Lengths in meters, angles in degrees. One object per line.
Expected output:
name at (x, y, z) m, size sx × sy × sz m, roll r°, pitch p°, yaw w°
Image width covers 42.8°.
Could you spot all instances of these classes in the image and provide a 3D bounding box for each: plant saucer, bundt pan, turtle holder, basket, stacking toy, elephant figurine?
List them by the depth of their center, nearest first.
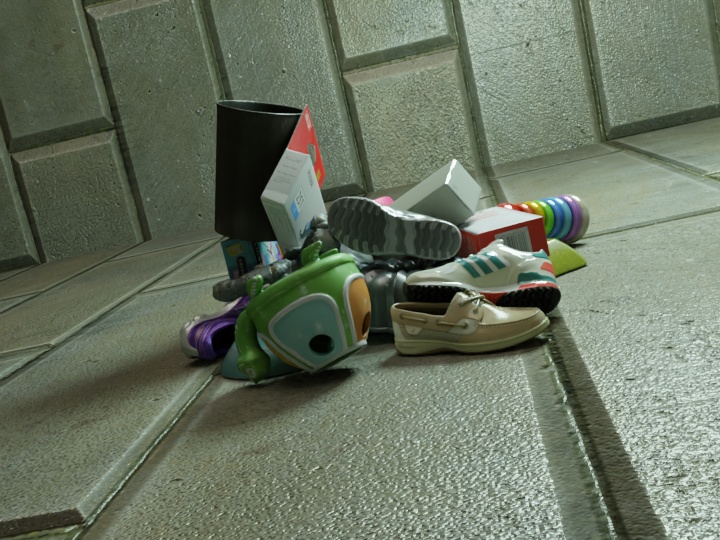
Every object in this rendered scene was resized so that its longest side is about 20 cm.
turtle holder at (-0.073, 0.060, 1.123) m, size 0.185 × 0.132 × 0.141 m, roll -27°, pitch -8°, yaw -12°
plant saucer at (-0.100, 0.098, 1.265) m, size 0.198 × 0.036 × 0.200 m, roll -13°, pitch 10°, yaw 2°
bundt pan at (0.077, 0.024, 1.277) m, size 0.200 × 0.076 × 0.202 m, roll -6°, pitch 10°, yaw 1°
elephant figurine at (-0.089, 0.014, 1.372) m, size 0.200 × 0.155 × 0.142 m, roll -39°, pitch 3°, yaw 21°
plant saucer at (0.213, -0.010, 1.431) m, size 0.199 × 0.048 × 0.199 m, roll -18°, pitch 11°, yaw -28°
basket at (-0.164, -0.155, 1.433) m, size 0.135 × 0.202 × 0.180 m, roll 9°, pitch 13°, yaw 7°
stacking toy at (0.290, -0.087, 1.526) m, size 0.199 × 0.086 × 0.085 m, roll -1°, pitch 0°, yaw -40°

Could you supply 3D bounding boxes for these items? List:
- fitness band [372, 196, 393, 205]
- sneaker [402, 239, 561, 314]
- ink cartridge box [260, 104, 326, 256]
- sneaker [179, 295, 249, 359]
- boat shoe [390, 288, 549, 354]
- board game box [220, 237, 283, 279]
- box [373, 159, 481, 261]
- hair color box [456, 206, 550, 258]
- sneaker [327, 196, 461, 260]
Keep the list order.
fitness band at (-0.021, -0.057, 1.566) m, size 0.200 × 0.038 × 0.143 m, roll -37°, pitch -14°, yaw 18°
sneaker at (0.153, 0.008, 1.177) m, size 0.198 × 0.071 × 0.094 m, roll -1°, pitch 48°, yaw 2°
ink cartridge box at (-0.083, -0.126, 1.427) m, size 0.044 × 0.177 × 0.200 m, roll 17°, pitch -23°, yaw 15°
sneaker at (-0.175, 0.086, 1.383) m, size 0.083 × 0.081 × 0.200 m, roll 14°, pitch 34°, yaw 39°
boat shoe at (0.126, 0.058, 1.101) m, size 0.199 × 0.065 × 0.072 m, roll -7°, pitch 11°, yaw 32°
board game box at (-0.165, 0.003, 1.549) m, size 0.047 × 0.152 × 0.200 m, roll -10°, pitch 10°, yaw 13°
box at (0.084, -0.078, 1.393) m, size 0.200 × 0.068 × 0.082 m, roll -33°, pitch 20°, yaw 35°
hair color box at (0.192, -0.048, 1.350) m, size 0.101 × 0.062 × 0.200 m, roll -15°, pitch 11°, yaw -7°
sneaker at (0.048, -0.051, 1.292) m, size 0.199 × 0.075 × 0.082 m, roll 17°, pitch 4°, yaw 16°
